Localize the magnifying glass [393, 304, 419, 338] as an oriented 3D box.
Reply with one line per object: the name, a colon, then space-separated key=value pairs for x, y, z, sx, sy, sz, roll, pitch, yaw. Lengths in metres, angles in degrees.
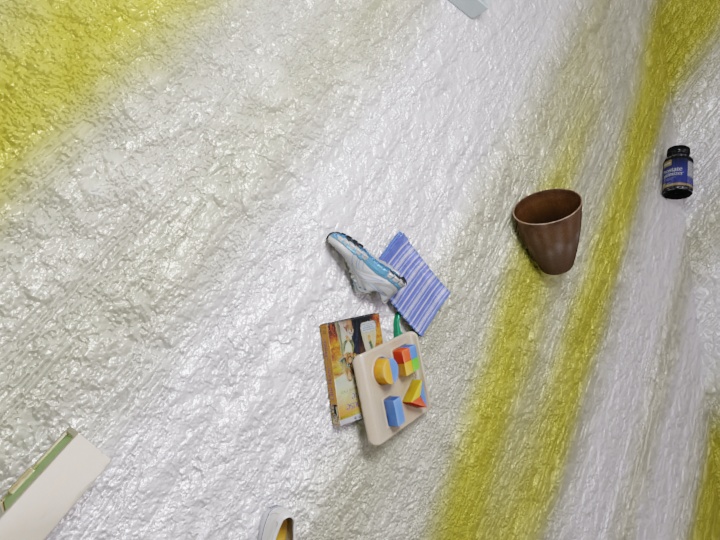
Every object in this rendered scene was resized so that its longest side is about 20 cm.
magnifying glass: x=0.091 y=0.171 z=1.189 sx=0.079 sy=0.022 sz=0.204 roll=32 pitch=64 yaw=-31

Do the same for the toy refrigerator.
toy refrigerator: x=-0.439 y=0.313 z=0.706 sx=0.070 sy=0.075 sz=0.201 roll=50 pitch=58 yaw=-23

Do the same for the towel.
towel: x=0.114 y=0.028 z=1.203 sx=0.201 sy=0.024 sz=0.145 roll=49 pitch=59 yaw=-14

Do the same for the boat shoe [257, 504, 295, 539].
boat shoe: x=-0.146 y=0.524 z=0.922 sx=0.070 sy=0.069 sz=0.205 roll=18 pitch=74 yaw=-36

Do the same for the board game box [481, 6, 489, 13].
board game box: x=0.286 y=-0.818 z=1.429 sx=0.146 sy=0.064 sz=0.205 roll=16 pitch=74 yaw=-37

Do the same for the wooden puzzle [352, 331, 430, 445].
wooden puzzle: x=0.080 y=0.243 z=1.117 sx=0.198 sy=0.046 sz=0.190 roll=-15 pitch=95 yaw=-46

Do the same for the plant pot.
plant pot: x=0.543 y=-0.097 z=1.501 sx=0.187 sy=0.184 sz=0.203 roll=-44 pitch=126 yaw=-33

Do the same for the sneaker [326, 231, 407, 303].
sneaker: x=0.000 y=0.000 z=1.105 sx=0.199 sy=0.075 sz=0.087 roll=38 pitch=103 yaw=-13

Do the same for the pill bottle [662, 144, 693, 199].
pill bottle: x=1.308 y=-0.405 z=2.180 sx=0.110 sy=0.111 sz=0.205 roll=21 pitch=72 yaw=-35

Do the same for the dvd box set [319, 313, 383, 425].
dvd box set: x=-0.008 y=0.200 z=1.096 sx=0.144 sy=0.029 sz=0.205 roll=-6 pitch=89 yaw=-39
